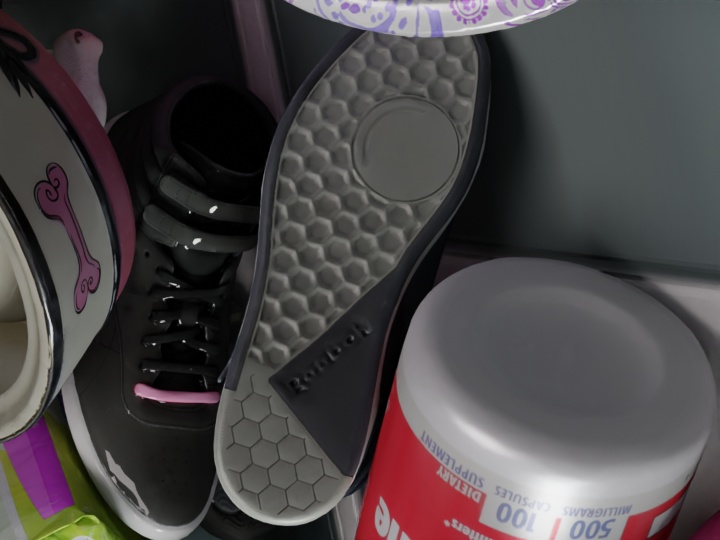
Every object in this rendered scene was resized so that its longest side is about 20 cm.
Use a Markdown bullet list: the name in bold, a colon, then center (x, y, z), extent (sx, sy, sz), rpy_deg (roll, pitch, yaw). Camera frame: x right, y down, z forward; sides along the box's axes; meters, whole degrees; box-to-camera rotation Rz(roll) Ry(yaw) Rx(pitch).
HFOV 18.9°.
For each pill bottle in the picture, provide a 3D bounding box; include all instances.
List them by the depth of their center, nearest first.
- **pill bottle**: center (0.054, 0.103, 0.810), extent (0.112, 0.112, 0.200), rpy_deg (41, 136, 31)

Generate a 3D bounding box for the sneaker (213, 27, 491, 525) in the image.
- **sneaker**: center (-0.002, 0.000, 0.855), extent (0.077, 0.146, 0.203), rpy_deg (20, 86, 7)

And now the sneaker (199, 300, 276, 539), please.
- **sneaker**: center (-0.095, 0.054, 1.015), extent (0.200, 0.075, 0.116), rpy_deg (63, 149, 23)

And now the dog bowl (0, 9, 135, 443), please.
- **dog bowl**: center (-0.176, -0.031, 0.865), extent (0.200, 0.074, 0.200), rpy_deg (25, 137, 26)

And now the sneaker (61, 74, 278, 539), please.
- **sneaker**: center (-0.076, 0.007, 0.908), extent (0.099, 0.071, 0.200), rpy_deg (-37, 50, 56)

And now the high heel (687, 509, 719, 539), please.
- **high heel**: center (0.098, 0.136, 0.728), extent (0.200, 0.096, 0.067), rpy_deg (-42, 73, 19)

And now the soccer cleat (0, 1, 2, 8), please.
- **soccer cleat**: center (-0.178, -0.164, 0.996), extent (0.200, 0.065, 0.084), rpy_deg (-1, 116, 53)

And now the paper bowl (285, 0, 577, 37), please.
- **paper bowl**: center (0.028, -0.179, 0.663), extent (0.200, 0.104, 0.201), rpy_deg (7, 111, 17)

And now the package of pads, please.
- **package of pads**: center (-0.122, 0.143, 0.984), extent (0.200, 0.068, 0.155), rpy_deg (63, 177, -38)

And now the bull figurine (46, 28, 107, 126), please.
- **bull figurine**: center (-0.173, -0.053, 0.965), extent (0.121, 0.065, 0.200), rpy_deg (57, 141, 23)
